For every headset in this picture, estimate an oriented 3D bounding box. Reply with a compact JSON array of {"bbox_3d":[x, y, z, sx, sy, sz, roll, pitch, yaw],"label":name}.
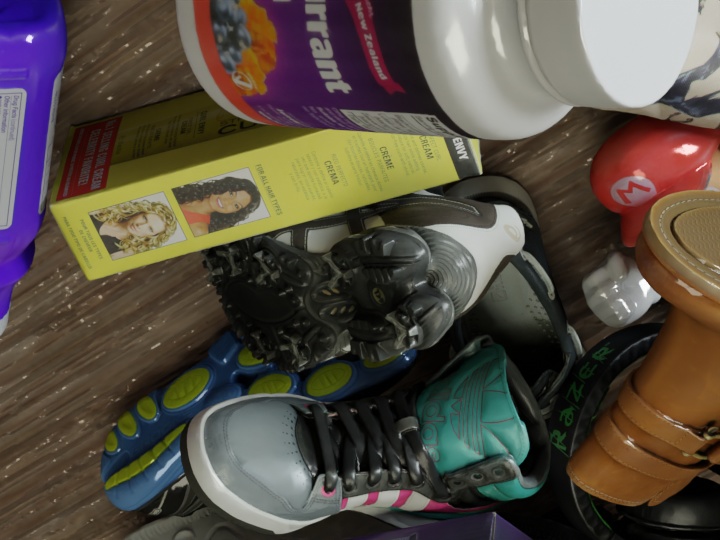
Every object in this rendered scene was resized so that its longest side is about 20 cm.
[{"bbox_3d":[0.177,0.106,0.989,0.200,0.094,0.124,33,83,-27],"label":"headset"}]

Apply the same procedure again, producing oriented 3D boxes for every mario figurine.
[{"bbox_3d":[0.190,-0.006,0.881,0.200,0.106,0.124,28,91,-31],"label":"mario figurine"}]

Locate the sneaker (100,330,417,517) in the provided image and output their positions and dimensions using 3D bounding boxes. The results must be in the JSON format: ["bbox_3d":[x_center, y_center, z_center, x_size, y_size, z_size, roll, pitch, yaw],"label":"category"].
[{"bbox_3d":[-0.051,0.076,0.988,0.199,0.071,0.083,-33,143,22],"label":"sneaker"}]

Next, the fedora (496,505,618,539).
[{"bbox_3d":[0.118,0.207,1.060,0.200,0.092,0.201,14,124,23],"label":"fedora"}]

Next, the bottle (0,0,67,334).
[{"bbox_3d":[-0.182,-0.050,0.859,0.065,0.084,0.200,-5,134,-23],"label":"bottle"}]

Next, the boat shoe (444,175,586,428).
[{"bbox_3d":[0.080,0.045,0.956,0.075,0.060,0.200,-15,129,12],"label":"boat shoe"}]

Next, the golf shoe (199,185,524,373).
[{"bbox_3d":[0.000,0.000,0.884,0.200,0.094,0.078,4,118,53],"label":"golf shoe"}]

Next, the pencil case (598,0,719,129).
[{"bbox_3d":[0.157,-0.109,0.814,0.199,0.090,0.078,8,149,-5],"label":"pencil case"}]

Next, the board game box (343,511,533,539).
[{"bbox_3d":[0.036,0.198,0.958,0.200,0.057,0.165,-16,139,36],"label":"board game box"}]

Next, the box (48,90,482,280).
[{"bbox_3d":[-0.044,-0.057,0.862,0.199,0.075,0.050,-14,125,13],"label":"box"}]

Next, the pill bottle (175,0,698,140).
[{"bbox_3d":[0.030,-0.110,0.735,0.200,0.112,0.112,7,141,41],"label":"pill bottle"}]

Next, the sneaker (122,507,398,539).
[{"bbox_3d":[-0.040,0.186,1.075,0.199,0.081,0.147,-19,141,6],"label":"sneaker"}]

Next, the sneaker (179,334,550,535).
[{"bbox_3d":[0.021,0.081,0.878,0.200,0.084,0.121,9,147,-44],"label":"sneaker"}]

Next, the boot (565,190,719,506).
[{"bbox_3d":[0.147,0.044,0.833,0.155,0.077,0.200,-40,149,27],"label":"boot"}]
